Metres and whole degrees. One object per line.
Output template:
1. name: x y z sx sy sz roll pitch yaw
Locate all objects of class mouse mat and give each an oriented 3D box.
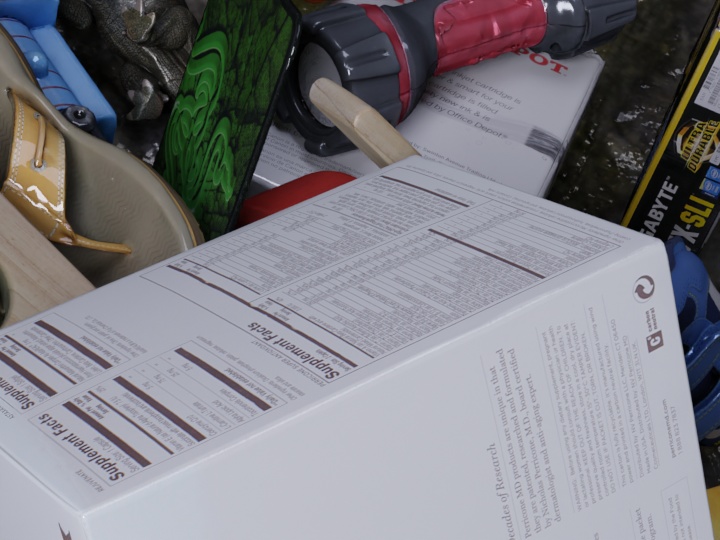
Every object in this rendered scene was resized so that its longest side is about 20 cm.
1. mouse mat: -0.067 -0.060 0.897 0.007 0.162 0.200 16 17 -16

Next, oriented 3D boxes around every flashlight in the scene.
1. flashlight: 0.051 -0.111 0.979 0.199 0.068 0.068 -20 83 -35

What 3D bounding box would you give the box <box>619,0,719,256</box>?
1. box: 0.202 -0.114 1.083 0.049 0.160 0.201 23 45 6

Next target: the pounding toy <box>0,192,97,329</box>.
1. pounding toy: -0.143 0.045 0.784 0.184 0.201 0.142 42 48 22

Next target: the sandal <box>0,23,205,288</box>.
1. sandal: -0.144 -0.042 0.844 0.200 0.080 0.054 47 15 21

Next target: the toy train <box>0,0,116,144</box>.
1. toy train: -0.167 -0.068 0.946 0.086 0.115 0.200 -17 54 -30

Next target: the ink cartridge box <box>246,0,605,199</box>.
1. ink cartridge box: 0.023 -0.055 1.021 0.145 0.085 0.201 24 46 5

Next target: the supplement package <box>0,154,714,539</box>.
1. supplement package: -0.012 0.078 0.653 0.199 0.153 0.150 -24 24 -24

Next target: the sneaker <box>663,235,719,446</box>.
1. sneaker: 0.144 0.039 0.927 0.083 0.074 0.200 58 17 15

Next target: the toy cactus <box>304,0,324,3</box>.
1. toy cactus: 0.043 -0.188 1.019 0.165 0.199 0.103 -8 79 -64

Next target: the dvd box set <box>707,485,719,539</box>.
1. dvd box set: 0.133 0.171 0.877 0.198 0.030 0.147 -11 51 -27

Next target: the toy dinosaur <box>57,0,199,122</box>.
1. toy dinosaur: -0.109 -0.121 1.042 0.200 0.077 0.102 47 16 9

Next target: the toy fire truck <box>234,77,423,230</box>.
1. toy fire truck: 0.000 0.000 0.842 0.175 0.202 0.128 23 31 34
